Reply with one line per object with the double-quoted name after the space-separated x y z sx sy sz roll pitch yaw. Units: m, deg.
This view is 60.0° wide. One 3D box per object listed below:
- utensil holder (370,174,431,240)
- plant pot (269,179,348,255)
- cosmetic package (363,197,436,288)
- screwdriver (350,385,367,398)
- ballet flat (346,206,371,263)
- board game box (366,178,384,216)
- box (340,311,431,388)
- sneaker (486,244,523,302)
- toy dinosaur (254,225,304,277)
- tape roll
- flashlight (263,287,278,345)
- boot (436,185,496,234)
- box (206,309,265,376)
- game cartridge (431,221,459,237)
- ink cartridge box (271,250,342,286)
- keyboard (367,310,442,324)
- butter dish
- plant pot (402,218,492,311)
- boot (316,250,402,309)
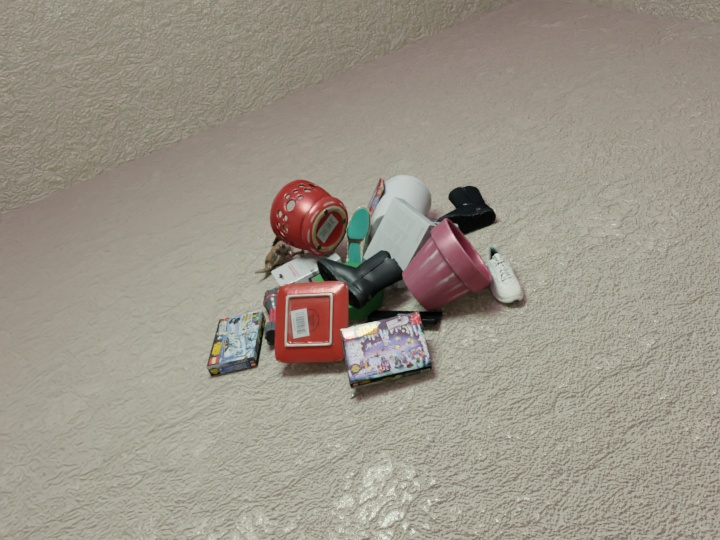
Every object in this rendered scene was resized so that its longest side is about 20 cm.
0.123 -0.165 1.911 0.166 0.172 0.202 -4 38 20 "utensil holder"
-0.146 -0.151 1.879 0.199 0.203 0.181 -37 46 -27 "plant pot"
0.109 -0.077 1.741 0.051 0.203 0.151 5 30 -47 "cosmetic package"
0.055 0.243 1.484 0.199 0.028 0.029 -36 8 -21 "screwdriver"
-0.009 -0.093 1.858 0.074 0.205 0.064 10 13 1 "ballet flat"
0.028 -0.184 1.963 0.019 0.203 0.103 21 22 -7 "board game box"
0.059 0.187 1.474 0.195 0.040 0.139 -13 61 0 "box"
0.365 0.009 1.618 0.073 0.082 0.201 -15 35 0 "sneaker"
-0.272 -0.050 2.022 0.201 0.086 0.135 -51 31 -16 "toy dinosaur"
-0.033 0.056 1.740 0.195 0.049 0.202 -3 36 2 "tape roll"
-0.244 0.127 1.752 0.066 0.069 0.201 14 26 -13 "flashlight"
0.302 -0.186 1.927 0.196 0.078 0.169 -15 36 -7 "boot"
-0.341 0.198 1.728 0.134 0.040 0.202 -12 34 8 "box"
0.203 -0.074 1.764 0.197 0.135 0.041 8 37 39 "game cartridge"
-0.158 0.009 1.885 0.197 0.068 0.116 -27 34 -13 "ink cartridge box"
0.109 0.136 1.616 0.196 0.041 0.104 -2 13 26 "keyboard"
-0.111 0.141 1.616 0.195 0.148 0.205 -3 76 14 "butter dish"
0.212 0.001 1.601 0.178 0.200 0.201 -39 29 16 "plant pot"
0.000 0.000 1.686 0.167 0.077 0.199 -34 52 -26 "boot"
